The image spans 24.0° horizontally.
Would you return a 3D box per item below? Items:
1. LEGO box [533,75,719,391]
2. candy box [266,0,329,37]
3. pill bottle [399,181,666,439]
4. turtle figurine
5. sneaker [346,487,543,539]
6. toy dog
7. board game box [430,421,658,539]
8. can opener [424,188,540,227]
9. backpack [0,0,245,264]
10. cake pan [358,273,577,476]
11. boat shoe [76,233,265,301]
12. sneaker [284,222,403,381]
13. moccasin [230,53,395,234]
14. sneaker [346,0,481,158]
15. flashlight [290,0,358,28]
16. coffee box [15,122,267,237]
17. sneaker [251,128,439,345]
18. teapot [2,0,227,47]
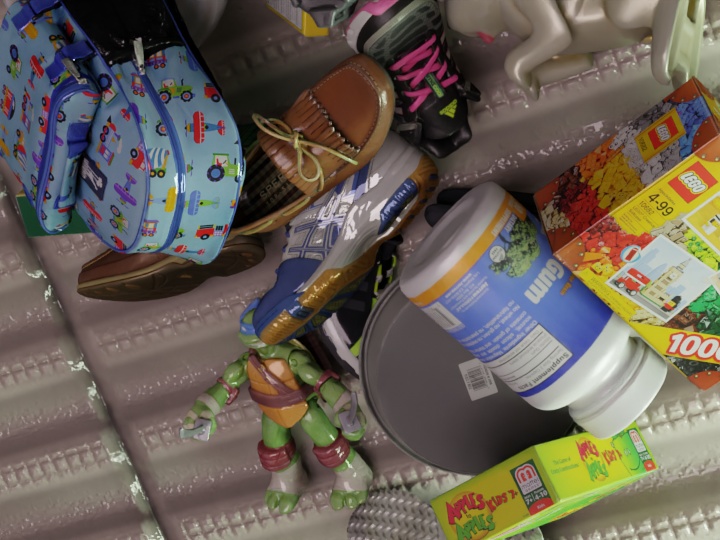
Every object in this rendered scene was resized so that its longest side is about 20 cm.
[{"bbox_3d":[0.249,-0.023,1.249,0.149,0.077,0.200,-37,125,21],"label":"LEGO box"},{"bbox_3d":[-0.046,-0.290,1.310,0.026,0.102,0.200,-4,113,-17],"label":"candy box"},{"bbox_3d":[0.137,0.035,1.300,0.200,0.112,0.112,40,118,-10],"label":"pill bottle"},{"bbox_3d":[-0.068,0.142,1.436,0.144,0.200,0.194,-26,126,-5],"label":"turtle figurine"},{"bbox_3d":[0.082,0.254,1.479,0.200,0.070,0.100,9,148,35],"label":"sneaker"},{"bbox_3d":[0.147,-0.218,1.242,0.200,0.140,0.194,8,102,18],"label":"toy dog"},{"bbox_3d":[0.150,0.170,1.346,0.102,0.200,0.048,-32,75,27],"label":"board game box"},{"bbox_3d":[0.147,-0.037,1.348,0.200,0.063,0.079,8,112,17],"label":"can opener"},{"bbox_3d":[-0.176,-0.096,1.263,0.200,0.134,0.183,56,143,26],"label":"backpack"},{"bbox_3d":[0.098,0.081,1.389,0.200,0.037,0.201,0,105,0],"label":"cake pan"},{"bbox_3d":[-0.167,-0.020,1.477,0.200,0.072,0.068,-18,69,33],"label":"boat shoe"},{"bbox_3d":[0.000,0.000,1.413,0.083,0.072,0.200,-18,102,24],"label":"sneaker"},{"bbox_3d":[-0.046,-0.090,1.260,0.201,0.078,0.074,-34,87,43],"label":"moccasin"},{"bbox_3d":[0.048,-0.146,1.269,0.074,0.200,0.087,-36,68,-5],"label":"sneaker"},{"bbox_3d":[0.001,-0.238,1.250,0.068,0.200,0.068,38,117,5],"label":"flashlight"},{"bbox_3d":[-0.175,-0.077,1.420,0.200,0.123,0.044,-3,116,23],"label":"coffee box"},{"bbox_3d":[-0.028,-0.032,1.359,0.088,0.075,0.200,43,95,16],"label":"sneaker"},{"bbox_3d":[-0.190,-0.267,1.350,0.200,0.146,0.198,2,138,-2],"label":"teapot"}]
